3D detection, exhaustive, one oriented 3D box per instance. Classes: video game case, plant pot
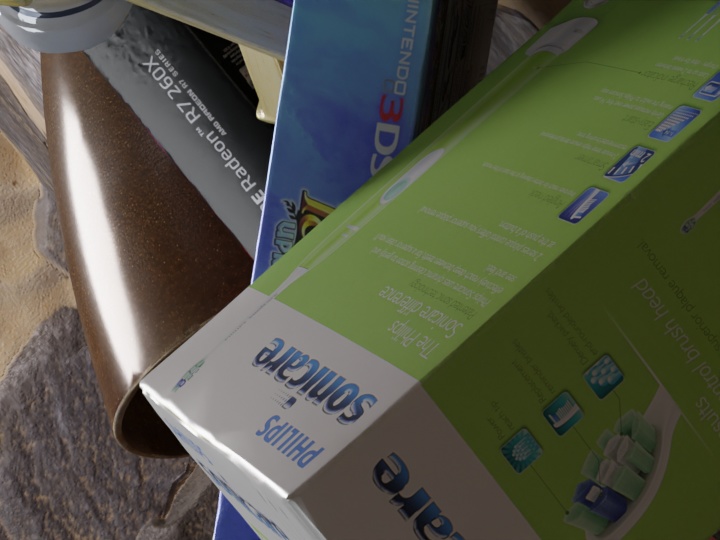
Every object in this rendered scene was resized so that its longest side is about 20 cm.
[{"bbox_3d":[0.000,0.000,0.848,0.045,0.201,0.181,10,-172,6],"label":"video game case"},{"bbox_3d":[-0.069,-0.046,1.257,0.187,0.186,0.201,75,169,-69],"label":"plant pot"}]

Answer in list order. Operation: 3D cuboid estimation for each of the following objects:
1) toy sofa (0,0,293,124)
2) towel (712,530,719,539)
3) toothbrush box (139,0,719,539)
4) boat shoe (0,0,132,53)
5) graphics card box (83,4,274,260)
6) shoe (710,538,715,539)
[{"bbox_3d":[-0.062,-0.116,0.945,0.199,0.098,0.083,18,176,-44],"label":"toy sofa"},{"bbox_3d":[0.176,0.091,0.808,0.146,0.024,0.200,12,-168,-28],"label":"towel"},{"bbox_3d":[0.056,0.007,0.694,0.086,0.200,0.146,53,170,-18],"label":"toothbrush box"},{"bbox_3d":[-0.123,-0.176,1.020,0.067,0.073,0.201,80,-179,-55],"label":"boat shoe"},{"bbox_3d":[-0.031,-0.068,1.098,0.200,0.051,0.125,51,-149,-5],"label":"graphics card box"},{"bbox_3d":[0.104,0.055,1.003,0.200,0.091,0.071,51,171,-8],"label":"shoe"}]
